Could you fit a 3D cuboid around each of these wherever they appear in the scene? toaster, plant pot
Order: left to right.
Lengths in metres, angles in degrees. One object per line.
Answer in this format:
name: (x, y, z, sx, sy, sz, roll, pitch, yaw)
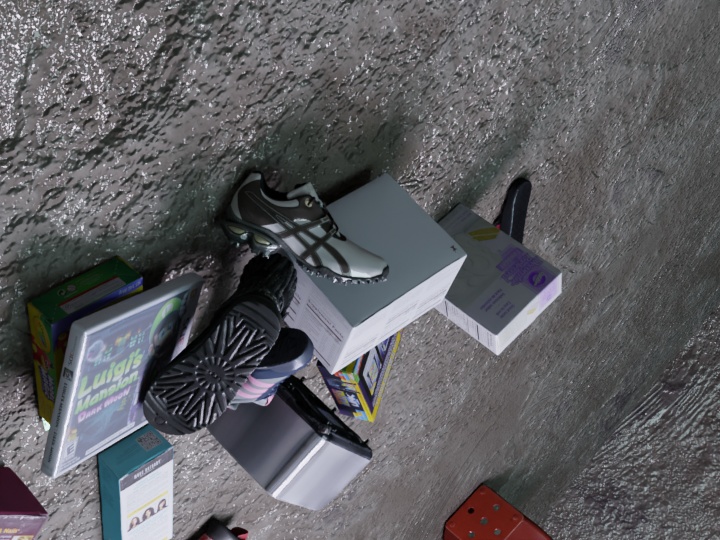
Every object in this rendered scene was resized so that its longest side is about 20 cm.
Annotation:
toaster: (-0.100, 0.212, 1.440, 0.119, 0.181, 0.200, -50, 152, 0)
plant pot: (0.304, 0.612, 2.492, 0.200, 0.200, 0.176, -43, 139, -15)

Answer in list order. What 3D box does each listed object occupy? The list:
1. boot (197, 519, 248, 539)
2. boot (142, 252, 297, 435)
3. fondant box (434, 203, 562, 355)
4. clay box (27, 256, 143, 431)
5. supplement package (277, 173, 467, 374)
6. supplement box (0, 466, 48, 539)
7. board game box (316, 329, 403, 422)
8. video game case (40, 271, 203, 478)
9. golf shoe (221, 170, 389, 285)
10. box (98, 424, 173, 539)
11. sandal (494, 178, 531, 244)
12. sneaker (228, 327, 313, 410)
boot: (-0.207, 0.476, 1.663, 0.144, 0.072, 0.200, -42, 129, -23)
boot: (-0.153, 0.082, 1.234, 0.211, 0.079, 0.158, -43, -166, 15)
fondant box: (0.172, 0.009, 1.585, 0.144, 0.200, 0.058, -42, 150, -19)
clay box: (-0.290, 0.092, 1.166, 0.115, 0.048, 0.200, -32, 145, -36)
supplement package: (0.000, 0.000, 1.354, 0.200, 0.156, 0.111, -31, 159, -34)
supplement box: (-0.442, 0.311, 1.155, 0.200, 0.086, 0.110, -55, 151, 7)
board game box: (0.009, 0.084, 1.501, 0.165, 0.057, 0.200, 72, 33, -58)
video game case: (-0.250, 0.107, 1.156, 0.200, 0.023, 0.182, -28, 141, -59)
golf shoe: (-0.052, -0.047, 1.228, 0.078, 0.200, 0.095, -116, -133, -76)
box: (-0.288, 0.294, 1.398, 0.082, 0.049, 0.200, -30, 145, -35)
sandal: (0.235, -0.058, 1.776, 0.075, 0.045, 0.200, -17, 122, -54)
sneaker: (-0.115, 0.123, 1.312, 0.082, 0.200, 0.070, 51, 49, -23)
